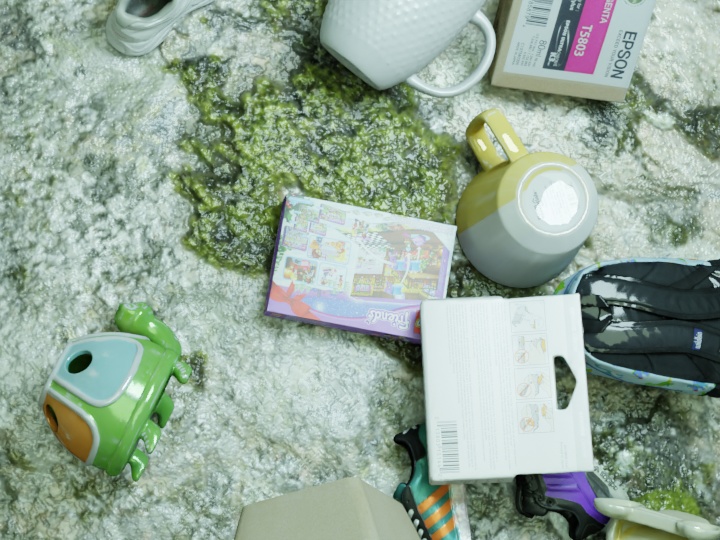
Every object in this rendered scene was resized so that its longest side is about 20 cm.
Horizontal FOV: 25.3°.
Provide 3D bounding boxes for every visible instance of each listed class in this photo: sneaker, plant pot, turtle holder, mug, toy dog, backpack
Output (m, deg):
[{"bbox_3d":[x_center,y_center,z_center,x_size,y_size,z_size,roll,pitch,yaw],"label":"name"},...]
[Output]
[{"bbox_3d":[0.076,0.269,1.762,0.080,0.071,0.200,-3,75,-7],"label":"sneaker"},{"bbox_3d":[-0.028,0.325,1.653,0.199,0.200,0.177,-18,63,18],"label":"plant pot"},{"bbox_3d":[-0.256,0.117,1.692,0.132,0.141,0.186,26,79,-3],"label":"turtle holder"},{"bbox_3d":[0.179,-0.074,1.787,0.186,0.153,0.150,30,78,-3],"label":"mug"},{"bbox_3d":[0.310,0.360,1.753,0.139,0.194,0.200,13,88,21],"label":"toy dog"},{"bbox_3d":[0.062,-0.282,1.806,0.200,0.148,0.175,39,91,-10],"label":"mug"},{"bbox_3d":[-0.201,-0.325,1.790,0.078,0.099,0.200,40,77,-2],"label":"sneaker"},{"bbox_3d":[0.312,0.060,1.804,0.200,0.154,0.164,4,84,-27],"label":"backpack"},{"bbox_3d":[0.200,0.222,1.786,0.200,0.070,0.100,44,80,0],"label":"sneaker"}]

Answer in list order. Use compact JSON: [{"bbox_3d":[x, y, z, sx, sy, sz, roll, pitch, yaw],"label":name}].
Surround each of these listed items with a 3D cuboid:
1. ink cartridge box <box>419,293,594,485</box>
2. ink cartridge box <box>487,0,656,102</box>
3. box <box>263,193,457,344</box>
[{"bbox_3d":[0.156,0.128,1.741,0.176,0.045,0.200,-2,75,0],"label":"ink cartridge box"},{"bbox_3d":[0.242,-0.298,1.812,0.164,0.200,0.075,7,38,-7],"label":"ink cartridge box"},{"bbox_3d":[0.000,0.000,1.803,0.200,0.039,0.137,11,79,-8],"label":"box"}]
